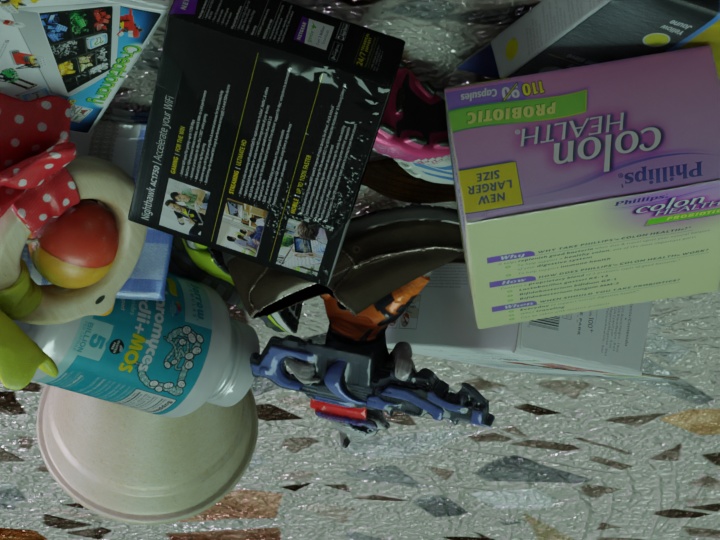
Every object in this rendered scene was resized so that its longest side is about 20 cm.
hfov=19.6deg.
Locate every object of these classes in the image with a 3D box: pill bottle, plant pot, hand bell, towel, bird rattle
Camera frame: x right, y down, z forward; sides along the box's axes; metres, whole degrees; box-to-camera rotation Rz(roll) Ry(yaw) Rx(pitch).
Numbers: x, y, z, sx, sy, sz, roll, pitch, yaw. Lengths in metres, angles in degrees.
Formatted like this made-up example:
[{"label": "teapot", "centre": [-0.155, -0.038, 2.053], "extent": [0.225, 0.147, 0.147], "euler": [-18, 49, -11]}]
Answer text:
[{"label": "pill bottle", "centre": [-0.178, 0.050, 1.626], "extent": [0.199, 0.112, 0.111], "euler": [18, 152, -35]}, {"label": "plant pot", "centre": [-0.182, 0.089, 1.803], "extent": [0.199, 0.202, 0.184], "euler": [2, 147, -5]}, {"label": "hand bell", "centre": [0.094, -0.056, 1.567], "extent": [0.199, 0.105, 0.104], "euler": [9, 160, 10]}, {"label": "towel", "centre": [-0.225, -0.050, 1.494], "extent": [0.199, 0.148, 0.024], "euler": [4, -164, -22]}, {"label": "bird rattle", "centre": [-0.222, -0.028, 1.449], "extent": [0.162, 0.201, 0.112], "euler": [-2, -157, -45]}]

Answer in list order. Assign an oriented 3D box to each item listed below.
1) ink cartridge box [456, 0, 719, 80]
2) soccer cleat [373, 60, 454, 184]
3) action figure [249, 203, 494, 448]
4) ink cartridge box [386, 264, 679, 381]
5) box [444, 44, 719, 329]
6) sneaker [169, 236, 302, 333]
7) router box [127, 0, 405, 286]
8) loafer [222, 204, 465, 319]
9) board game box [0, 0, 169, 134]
[{"label": "ink cartridge box", "centre": [0.197, -0.138, 1.388], "extent": [0.197, 0.047, 0.200], "euler": [11, 154, -27]}, {"label": "soccer cleat", "centre": [0.039, -0.094, 1.462], "extent": [0.199, 0.070, 0.086], "euler": [15, 154, -33]}, {"label": "action figure", "centre": [0.026, 0.052, 1.638], "extent": [0.199, 0.195, 0.105], "euler": [19, -160, 12]}, {"label": "ink cartridge box", "centre": [0.140, 0.038, 1.704], "extent": [0.175, 0.084, 0.200], "euler": [12, 173, -33]}, {"label": "box", "centre": [0.152, -0.051, 1.394], "extent": [0.175, 0.097, 0.200], "euler": [-9, 159, 2]}, {"label": "sneaker", "centre": [-0.107, -0.005, 1.711], "extent": [0.080, 0.074, 0.200], "euler": [0, 155, 28]}, {"label": "router box", "centre": [-0.066, -0.090, 1.376], "extent": [0.148, 0.051, 0.201], "euler": [18, 138, -1]}, {"label": "loafer", "centre": [0.000, 0.000, 1.536], "extent": [0.199, 0.071, 0.073], "euler": [-8, 167, 6]}, {"label": "board game box", "centre": [-0.212, -0.152, 1.367], "extent": [0.125, 0.035, 0.200], "euler": [9, 157, -20]}]
